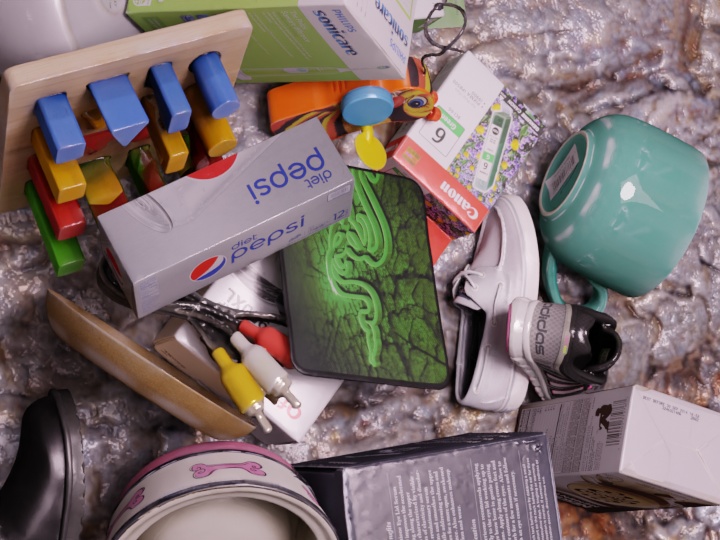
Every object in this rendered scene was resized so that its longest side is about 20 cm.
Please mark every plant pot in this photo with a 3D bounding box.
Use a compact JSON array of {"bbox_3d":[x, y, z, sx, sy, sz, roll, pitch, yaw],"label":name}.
[{"bbox_3d":[-0.171,0.081,1.181,0.199,0.200,0.028,35,84,-16],"label":"plant pot"}]

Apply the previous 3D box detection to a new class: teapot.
[{"bbox_3d":[-0.261,-0.231,1.208,0.199,0.144,0.201,71,30,-42],"label":"teapot"}]

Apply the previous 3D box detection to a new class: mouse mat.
[{"bbox_3d":[0.000,0.000,1.249,0.159,0.008,0.203,8,61,-33],"label":"mouse mat"}]

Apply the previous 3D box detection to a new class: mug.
[{"bbox_3d":[0.231,-0.053,1.390,0.113,0.152,0.187,25,75,-15],"label":"mug"}]

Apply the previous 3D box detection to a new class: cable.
[{"bbox_3d":[-0.117,0.037,1.194,0.200,0.050,0.097,42,60,3],"label":"cable"}]

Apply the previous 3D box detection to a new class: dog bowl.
[{"bbox_3d":[-0.117,0.224,1.203,0.197,0.074,0.202,-7,126,-9],"label":"dog bowl"}]

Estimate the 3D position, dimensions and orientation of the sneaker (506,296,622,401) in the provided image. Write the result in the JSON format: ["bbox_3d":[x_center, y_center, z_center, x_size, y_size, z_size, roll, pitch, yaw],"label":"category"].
[{"bbox_3d":[0.201,0.079,1.353,0.200,0.086,0.075,41,60,-56],"label":"sneaker"}]

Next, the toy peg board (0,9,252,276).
[{"bbox_3d":[-0.179,-0.091,1.183,0.198,0.200,0.099,-19,72,-24],"label":"toy peg board"}]

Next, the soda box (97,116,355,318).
[{"bbox_3d":[-0.105,-0.043,1.181,0.198,0.064,0.069,-26,69,-16],"label":"soda box"}]

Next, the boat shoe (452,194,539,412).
[{"bbox_3d":[0.118,0.029,1.382,0.068,0.072,0.203,5,91,-25],"label":"boat shoe"}]

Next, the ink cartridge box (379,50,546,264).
[{"bbox_3d":[0.077,-0.092,1.384,0.109,0.050,0.201,40,70,-14],"label":"ink cartridge box"}]

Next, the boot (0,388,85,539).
[{"bbox_3d":[-0.301,0.196,1.172,0.156,0.079,0.215,6,82,-22],"label":"boot"}]

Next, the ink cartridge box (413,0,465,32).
[{"bbox_3d":[0.018,-0.274,1.376,0.197,0.059,0.105,-9,87,-24],"label":"ink cartridge box"}]

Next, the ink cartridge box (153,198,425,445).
[{"bbox_3d":[-0.061,0.030,1.291,0.144,0.084,0.201,40,71,-12],"label":"ink cartridge box"}]

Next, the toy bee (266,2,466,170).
[{"bbox_3d":[0.022,-0.150,1.320,0.108,0.198,0.133,34,63,-53],"label":"toy bee"}]

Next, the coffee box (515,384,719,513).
[{"bbox_3d":[0.230,0.164,1.337,0.112,0.200,0.081,19,73,-19],"label":"coffee box"}]

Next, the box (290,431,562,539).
[{"bbox_3d":[0.051,0.205,1.286,0.197,0.148,0.106,-7,87,-22],"label":"box"}]

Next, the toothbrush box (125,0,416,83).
[{"bbox_3d":[-0.070,-0.222,1.230,0.146,0.197,0.087,38,58,-62],"label":"toothbrush box"}]
